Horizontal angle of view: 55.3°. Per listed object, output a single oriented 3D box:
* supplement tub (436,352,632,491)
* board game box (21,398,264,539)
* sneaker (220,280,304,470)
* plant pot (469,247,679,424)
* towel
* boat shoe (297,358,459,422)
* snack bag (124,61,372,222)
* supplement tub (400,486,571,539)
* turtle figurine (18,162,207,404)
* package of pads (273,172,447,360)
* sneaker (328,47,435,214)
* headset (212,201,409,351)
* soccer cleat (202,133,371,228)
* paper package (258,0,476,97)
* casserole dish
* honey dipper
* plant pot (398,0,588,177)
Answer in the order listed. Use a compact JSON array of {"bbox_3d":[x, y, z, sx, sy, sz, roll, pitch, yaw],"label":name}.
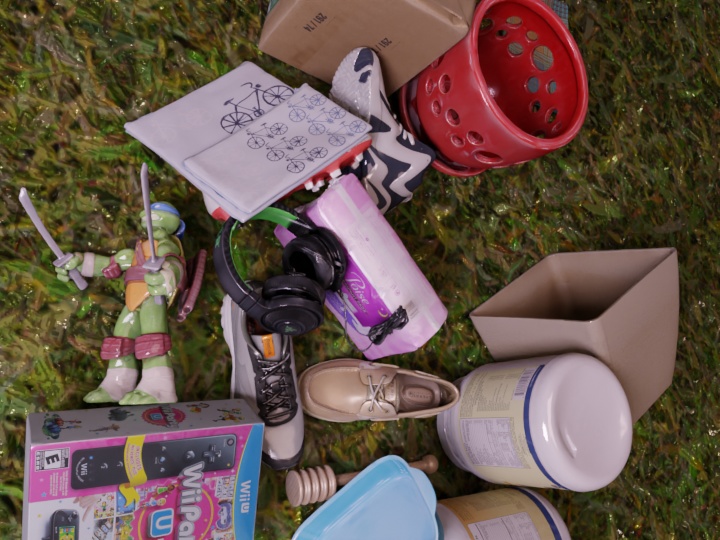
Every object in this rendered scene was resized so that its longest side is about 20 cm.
[{"bbox_3d":[0.196,0.178,0.806,0.143,0.199,0.147,7,75,-29],"label":"supplement tub"},{"bbox_3d":[-0.195,0.203,0.622,0.198,0.064,0.150,1,101,-31],"label":"board game box"},{"bbox_3d":[-0.100,0.107,0.714,0.073,0.079,0.203,-11,85,-24],"label":"sneaker"},{"bbox_3d":[0.299,0.095,0.900,0.199,0.199,0.179,-30,106,-33],"label":"plant pot"},{"bbox_3d":[0.279,-0.354,1.084,0.145,0.022,0.203,10,74,-29],"label":"towel"},{"bbox_3d":[0.022,0.139,0.790,0.198,0.065,0.073,10,74,-27],"label":"boat shoe"},{"bbox_3d":[-0.119,-0.152,0.729,0.199,0.022,0.188,36,57,24],"label":"snack bag"},{"bbox_3d":[0.121,0.326,0.761,0.198,0.144,0.147,1,78,-30],"label":"supplement tub"},{"bbox_3d":[-0.227,0.022,0.627,0.142,0.200,0.197,0,82,4],"label":"turtle figurine"},{"bbox_3d":[0.000,0.000,0.777,0.076,0.120,0.201,-41,100,-32],"label":"package of pads"},{"bbox_3d":[0.034,-0.168,0.844,0.129,0.079,0.202,-17,106,-42],"label":"sneaker"},{"bbox_3d":[-0.048,0.008,0.678,0.199,0.094,0.124,39,47,-14],"label":"headset"},{"bbox_3d":[-0.083,-0.119,0.756,0.198,0.069,0.086,-26,91,-4],"label":"soccer cleat"},{"bbox_3d":[0.003,-0.309,0.802,0.189,0.199,0.105,19,69,-26],"label":"paper package"},{"bbox_3d":[0.007,0.279,0.694,0.039,0.200,0.122,34,17,-44],"label":"casserole dish"},{"bbox_3d":[0.010,0.231,0.782,0.198,0.038,0.039,-1,79,-33],"label":"honey dipper"},{"bbox_3d":[0.162,-0.223,0.888,0.198,0.182,0.204,8,74,-29],"label":"plant pot"}]
